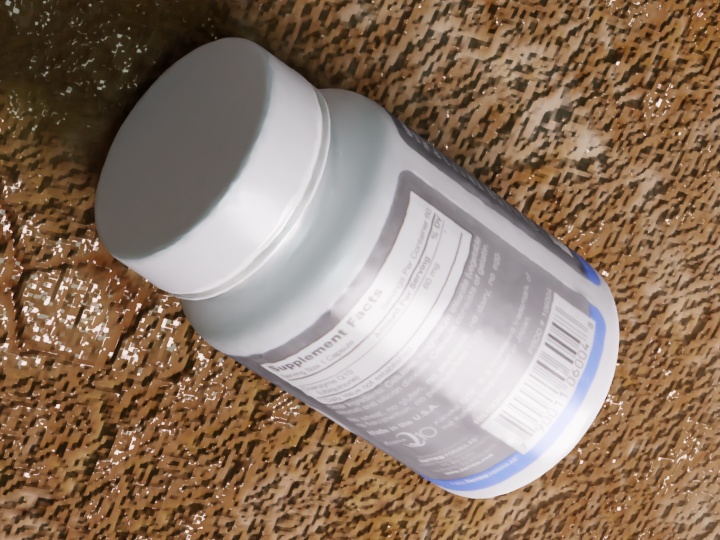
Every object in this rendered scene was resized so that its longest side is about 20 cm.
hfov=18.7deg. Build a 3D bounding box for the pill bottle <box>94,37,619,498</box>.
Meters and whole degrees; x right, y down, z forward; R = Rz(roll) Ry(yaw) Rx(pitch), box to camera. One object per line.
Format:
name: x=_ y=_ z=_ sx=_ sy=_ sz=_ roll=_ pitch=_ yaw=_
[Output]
pill bottle: x=0.000 y=0.000 z=0.858 sx=0.200 sy=0.114 sz=0.114 roll=35 pitch=97 yaw=-34
